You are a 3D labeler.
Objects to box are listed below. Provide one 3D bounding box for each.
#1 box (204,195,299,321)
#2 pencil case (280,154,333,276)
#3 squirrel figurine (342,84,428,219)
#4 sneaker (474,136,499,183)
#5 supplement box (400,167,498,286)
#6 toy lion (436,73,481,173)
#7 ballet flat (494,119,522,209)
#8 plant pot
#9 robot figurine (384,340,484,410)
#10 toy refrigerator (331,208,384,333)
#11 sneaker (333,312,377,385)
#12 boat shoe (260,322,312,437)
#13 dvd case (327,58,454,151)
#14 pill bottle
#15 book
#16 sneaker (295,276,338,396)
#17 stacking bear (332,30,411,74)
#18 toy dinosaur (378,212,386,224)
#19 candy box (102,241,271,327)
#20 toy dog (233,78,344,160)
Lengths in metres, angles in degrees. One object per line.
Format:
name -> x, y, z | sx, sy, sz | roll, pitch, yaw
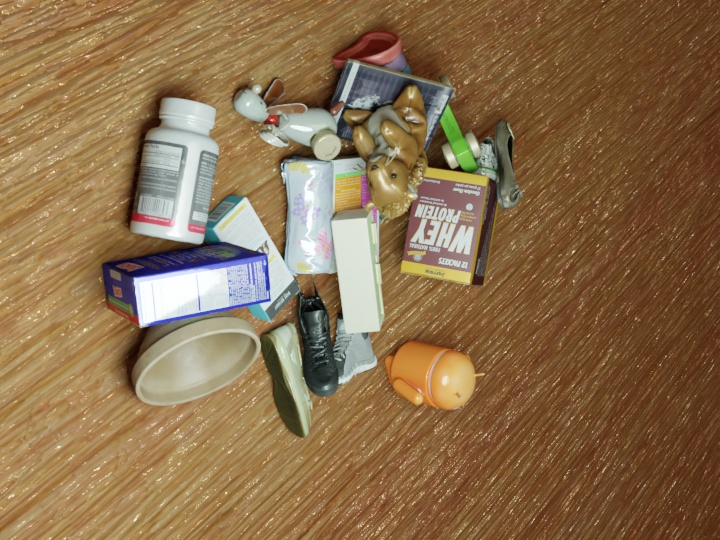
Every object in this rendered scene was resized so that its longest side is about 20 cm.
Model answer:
box -> -0.181, -0.019, 1.502 | 0.082, 0.049, 0.201 | -47, 127, -28
pencil case -> -0.090, -0.093, 1.558 | 0.090, 0.083, 0.203 | -11, 105, -44
squirrel figurine -> 0.059, -0.172, 1.548 | 0.201, 0.140, 0.188 | 59, 23, -49
sneaker -> 0.258, -0.222, 1.842 | 0.200, 0.076, 0.090 | -39, 142, -78
supplement box -> 0.175, -0.080, 1.736 | 0.200, 0.131, 0.200 | 3, 97, -75
toy lion -> 0.175, -0.268, 1.734 | 0.202, 0.068, 0.192 | 68, 10, 18
ballet flat -> 0.288, -0.207, 1.770 | 0.067, 0.046, 0.202 | 48, 38, -51
plant pot -> -0.259, 0.113, 1.387 | 0.199, 0.093, 0.202 | -23, 152, -13
robot figurine -> 0.136, 0.202, 1.754 | 0.143, 0.199, 0.118 | 19, 83, -46
toy refrigerator -> 0.000, 0.000, 1.592 | 0.076, 0.069, 0.203 | -63, 147, -72
sneaker -> -0.040, 0.137, 1.653 | 0.199, 0.074, 0.117 | -17, 102, -63
boat shoe -> -0.116, 0.193, 1.591 | 0.063, 0.073, 0.203 | -27, 108, -35
dvd case -> 0.046, -0.279, 1.595 | 0.198, 0.016, 0.150 | 10, 130, -19
pill bottle -> -0.269, -0.146, 1.348 | 0.110, 0.110, 0.203 | 10, 90, -45
book -> -0.017, -0.105, 1.659 | 0.133, 0.048, 0.203 | -12, 107, -45
sneaker -> -0.078, 0.111, 1.559 | 0.059, 0.201, 0.105 | -9, 129, -3
stacking bear -> 0.046, -0.311, 1.649 | 0.121, 0.113, 0.202 | -42, 129, -32
toy dinosaur -> 0.079, -0.175, 1.746 | 0.088, 0.047, 0.203 | 20, 79, -39
candy box -> -0.252, 0.016, 1.321 | 0.198, 0.169, 0.078 | -10, 102, -28
toy dog -> -0.101, -0.261, 1.500 | 0.199, 0.132, 0.097 | 9, 120, -54
